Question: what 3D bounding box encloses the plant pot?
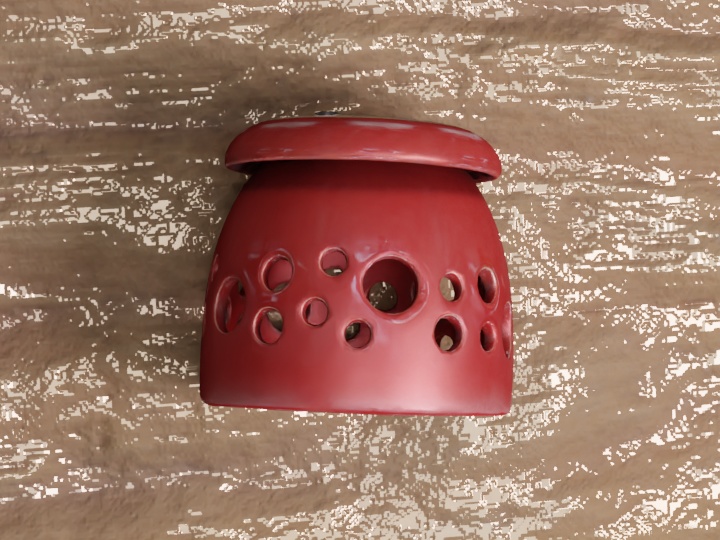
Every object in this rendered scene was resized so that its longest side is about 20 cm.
[{"bbox_3d":[0.000,0.000,1.516,0.199,0.200,0.184,3,86,-10],"label":"plant pot"}]
